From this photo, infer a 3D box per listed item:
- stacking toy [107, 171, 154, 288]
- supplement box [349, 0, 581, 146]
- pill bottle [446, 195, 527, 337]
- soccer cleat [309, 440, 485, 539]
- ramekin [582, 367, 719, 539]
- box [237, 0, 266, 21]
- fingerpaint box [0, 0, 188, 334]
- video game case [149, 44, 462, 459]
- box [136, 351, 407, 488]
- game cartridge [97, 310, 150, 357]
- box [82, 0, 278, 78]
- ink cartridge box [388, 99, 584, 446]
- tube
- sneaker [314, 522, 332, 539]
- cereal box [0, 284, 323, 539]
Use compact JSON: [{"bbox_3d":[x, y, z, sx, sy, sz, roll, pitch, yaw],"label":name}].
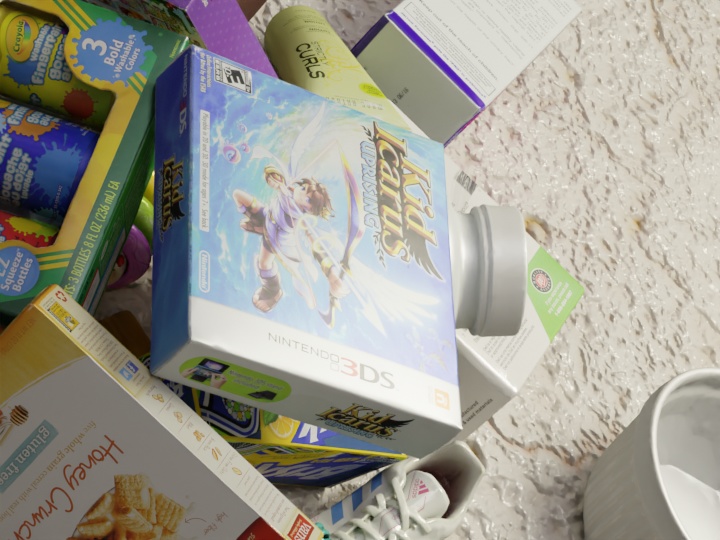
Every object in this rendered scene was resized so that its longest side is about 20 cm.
[{"bbox_3d":[-0.159,-0.033,1.324,0.109,0.116,0.201,4,51,16],"label":"stacking toy"},{"bbox_3d":[0.070,-0.169,1.639,0.103,0.101,0.200,44,41,-2],"label":"supplement box"},{"bbox_3d":[0.000,0.000,1.351,0.199,0.111,0.111,0,53,-6],"label":"pill bottle"},{"bbox_3d":[0.005,0.163,1.327,0.070,0.086,0.200,49,41,4],"label":"soccer cleat"},{"bbox_3d":[0.248,0.179,1.502,0.199,0.105,0.201,23,45,-25],"label":"ramekin"},{"bbox_3d":[-0.086,-0.224,1.479,0.075,0.200,0.100,49,41,1],"label":"box"},{"bbox_3d":[-0.210,-0.066,1.251,0.166,0.073,0.201,19,68,4],"label":"fingerpaint box"},{"bbox_3d":[-0.030,-0.011,1.213,0.181,0.045,0.201,20,51,-31],"label":"video game case"},{"bbox_3d":[-0.059,0.088,1.303,0.200,0.070,0.065,11,61,-53],"label":"box"},{"bbox_3d":[-0.165,0.123,1.261,0.200,0.032,0.177,-22,74,-46],"label":"game cartridge"},{"bbox_3d":[-0.126,-0.154,1.376,0.136,0.200,0.039,26,75,23],"label":"box"},{"bbox_3d":[0.038,0.001,1.488,0.200,0.084,0.146,44,40,-2],"label":"ink cartridge box"},{"bbox_3d":[-0.023,-0.135,1.502,0.052,0.058,0.200,58,2,-27],"label":"tube"},{"bbox_3d":[-0.021,0.180,1.226,0.199,0.078,0.080,5,57,-6],"label":"sneaker"},{"bbox_3d":[-0.138,0.124,1.150,0.200,0.144,0.040,43,24,-3],"label":"cereal box"}]
